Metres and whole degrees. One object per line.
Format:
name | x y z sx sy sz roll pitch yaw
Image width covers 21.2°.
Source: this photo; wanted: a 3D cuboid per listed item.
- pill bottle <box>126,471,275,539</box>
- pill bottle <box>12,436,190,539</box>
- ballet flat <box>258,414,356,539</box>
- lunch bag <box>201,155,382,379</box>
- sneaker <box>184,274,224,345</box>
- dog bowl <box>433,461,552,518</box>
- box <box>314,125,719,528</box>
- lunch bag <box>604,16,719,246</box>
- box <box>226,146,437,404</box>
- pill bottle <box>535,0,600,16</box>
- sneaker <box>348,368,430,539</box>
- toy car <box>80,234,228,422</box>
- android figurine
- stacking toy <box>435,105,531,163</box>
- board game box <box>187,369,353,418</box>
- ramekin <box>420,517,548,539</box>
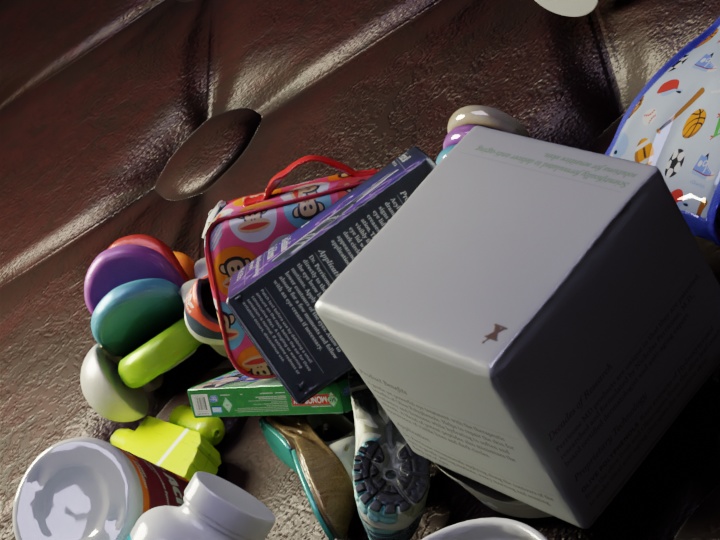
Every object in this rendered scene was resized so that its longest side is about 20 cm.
pill bottle | -0.140 0.251 1.410 0.201 0.110 0.111 -61 30 4
pill bottle | -0.190 0.212 1.585 0.113 0.200 0.115 -6 71 19
ballet flat | -0.029 0.158 1.636 0.072 0.068 0.200 -27 24 -7
lunch bag | -0.035 -0.010 1.658 0.198 0.178 0.082 -11 11 2
sneaker | -0.063 0.024 1.751 0.198 0.085 0.076 -10 69 -5
dog bowl | 0.146 0.103 1.474 0.199 0.059 0.201 -23 37 18
box | 0.119 0.034 1.374 0.200 0.172 0.198 -48 37 -18
lunch bag | 0.303 -0.103 1.522 0.200 0.124 0.170 -39 29 -13
box | 0.000 0.000 1.549 0.199 0.105 0.148 -36 7 1
pill bottle | 0.239 -0.355 1.942 0.112 0.113 0.201 -6 45 46
sneaker | 0.024 0.136 1.555 0.077 0.087 0.201 6 47 4
toy car | -0.203 0.038 1.875 0.174 0.151 0.200 -33 10 12
android figurine | -0.198 0.201 1.789 0.182 0.041 0.199 -51 28 -19
stacking toy | 0.087 -0.051 1.757 0.085 0.085 0.201 -6 49 46
board game box | -0.039 0.094 1.685 0.134 0.029 0.199 -19 9 -43
ramekin | 0.079 0.277 1.293 0.199 0.105 0.201 -30 31 20
